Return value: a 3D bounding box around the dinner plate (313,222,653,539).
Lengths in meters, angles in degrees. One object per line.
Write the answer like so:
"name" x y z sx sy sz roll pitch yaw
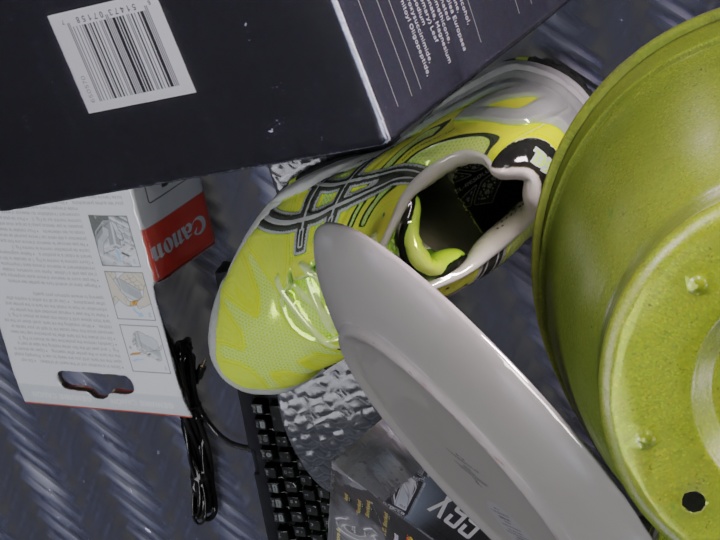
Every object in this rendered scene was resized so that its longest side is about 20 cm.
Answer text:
"dinner plate" 0.044 0.065 1.011 0.200 0.024 0.200 46 170 11

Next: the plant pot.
"plant pot" 0.148 0.018 0.920 0.199 0.193 0.201 2 102 8

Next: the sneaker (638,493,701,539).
"sneaker" 0.162 0.182 1.160 0.081 0.074 0.201 -8 110 56

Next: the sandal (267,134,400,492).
"sandal" 0.001 0.000 1.176 0.076 0.043 0.201 -1 108 11

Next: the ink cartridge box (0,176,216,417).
"ink cartridge box" -0.126 -0.036 1.238 0.109 0.050 0.201 3 117 36

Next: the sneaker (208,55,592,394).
"sneaker" 0.007 -0.012 1.104 0.200 0.076 0.075 -40 99 27

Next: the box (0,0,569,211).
"box" -0.033 -0.116 1.032 0.199 0.182 0.104 -7 113 40

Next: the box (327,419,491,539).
"box" 0.056 0.172 1.177 0.158 0.050 0.200 35 146 26

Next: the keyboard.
"keyboard" -0.040 0.087 1.275 0.127 0.021 0.201 7 120 33
